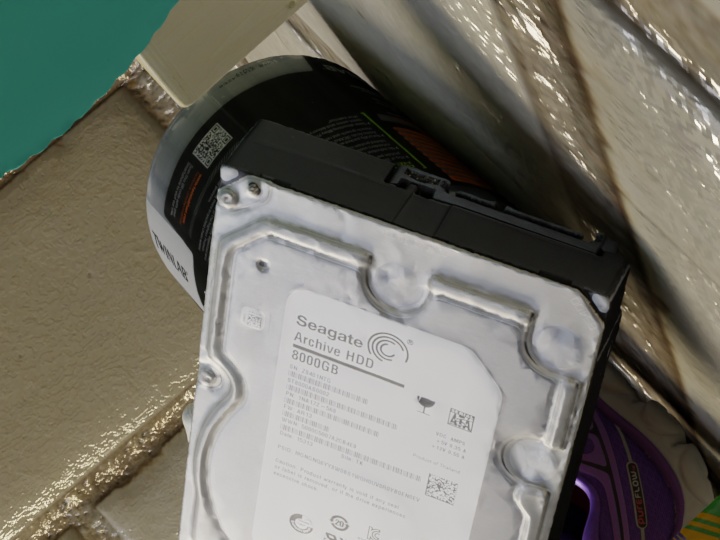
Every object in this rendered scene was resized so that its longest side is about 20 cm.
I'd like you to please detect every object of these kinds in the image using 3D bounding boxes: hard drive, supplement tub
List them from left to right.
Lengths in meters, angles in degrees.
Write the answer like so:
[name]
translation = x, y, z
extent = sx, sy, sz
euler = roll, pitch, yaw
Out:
[supplement tub]
translation = 0.000, 0.000, 0.886
extent = 0.123, 0.122, 0.200
euler = 50, 177, -37
[hard drive]
translation = 0.009, 0.056, 0.764
extent = 0.139, 0.038, 0.200
euler = 20, 129, 11

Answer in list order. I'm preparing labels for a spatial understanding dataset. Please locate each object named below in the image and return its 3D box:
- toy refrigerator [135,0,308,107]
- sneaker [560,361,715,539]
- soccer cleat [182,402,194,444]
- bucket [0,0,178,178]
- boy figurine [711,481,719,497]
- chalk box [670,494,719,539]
[toy refrigerator]
translation = -0.105, -0.157, 0.846
extent = 0.200, 0.076, 0.070
euler = 46, 177, 31
[sneaker]
translation = 0.066, 0.062, 0.928
extent = 0.200, 0.083, 0.081
euler = 43, 142, 42
[soccer cleat]
translation = -0.023, 0.019, 1.027
extent = 0.086, 0.200, 0.070
euler = 4, 128, 20
[bucket]
translation = -0.138, -0.122, 0.603
extent = 0.135, 0.207, 0.207
euler = 41, 175, 20
[boy figurine]
translation = 0.139, 0.118, 0.987
extent = 0.200, 0.064, 0.124
euler = 45, 180, 14
[chalk box]
translation = 0.180, 0.196, 0.803
extent = 0.200, 0.124, 0.124
euler = 45, 175, 35
